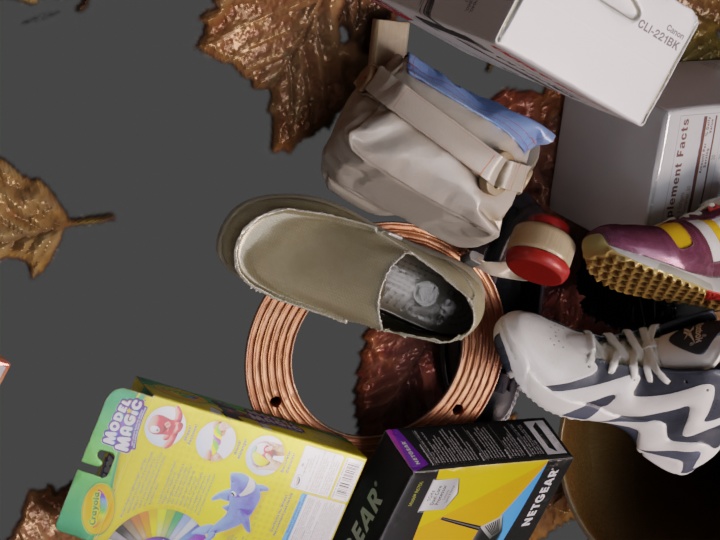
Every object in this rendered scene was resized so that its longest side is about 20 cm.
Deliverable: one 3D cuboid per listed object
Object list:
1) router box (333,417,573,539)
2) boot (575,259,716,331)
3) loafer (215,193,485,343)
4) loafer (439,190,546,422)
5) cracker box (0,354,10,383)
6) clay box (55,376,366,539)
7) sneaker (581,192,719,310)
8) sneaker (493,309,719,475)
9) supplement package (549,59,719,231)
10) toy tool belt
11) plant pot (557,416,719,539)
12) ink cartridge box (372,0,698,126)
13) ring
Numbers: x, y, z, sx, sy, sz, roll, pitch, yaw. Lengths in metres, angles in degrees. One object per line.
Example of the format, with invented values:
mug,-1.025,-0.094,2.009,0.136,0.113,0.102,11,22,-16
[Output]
router box,0.055,0.203,1.388,0.149,0.051,0.200,-1,129,-33
boot,0.278,0.013,1.411,0.162,0.198,0.073,-11,112,-37
loafer,0.000,0.000,1.260,0.200,0.068,0.076,15,98,-15
loafer,0.106,0.033,1.382,0.072,0.063,0.200,-10,114,-31
cracker box,-0.301,0.110,1.099,0.058,0.134,0.200,28,93,-39
clay box,-0.108,0.150,1.285,0.200,0.048,0.115,20,98,-26
sneaker,0.244,-0.023,1.310,0.200,0.075,0.090,13,78,-28
sneaker,0.205,0.060,1.325,0.199,0.080,0.130,33,125,-12
supplement package,0.263,-0.090,1.402,0.200,0.117,0.117,-6,115,-31
toy tool belt,0.077,-0.086,1.273,0.200,0.125,0.123,27,70,-17
plant pot,0.295,0.143,1.498,0.200,0.186,0.187,-5,112,-46
ink cartridge box,0.099,-0.180,1.204,0.144,0.200,0.084,23,95,-37
ring,0.011,0.058,1.335,0.200,0.019,0.201,-6,109,-17
